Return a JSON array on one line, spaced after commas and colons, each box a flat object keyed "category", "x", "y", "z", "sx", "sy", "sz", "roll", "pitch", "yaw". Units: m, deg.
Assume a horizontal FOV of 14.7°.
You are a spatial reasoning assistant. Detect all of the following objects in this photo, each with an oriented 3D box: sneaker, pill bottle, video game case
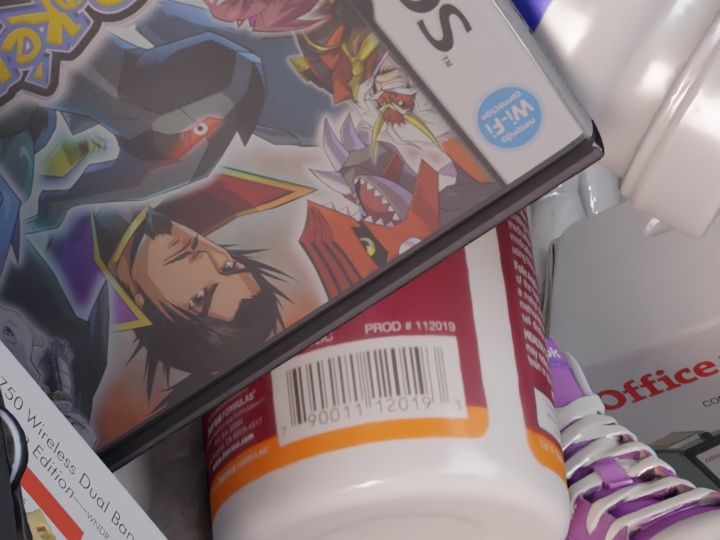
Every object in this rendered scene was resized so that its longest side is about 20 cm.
[{"category": "sneaker", "x": 0.074, "y": 0.074, "z": 0.923, "sx": 0.072, "sy": 0.200, "sz": 0.115, "roll": -15, "pitch": 85, "yaw": -22}, {"category": "pill bottle", "x": 0.038, "y": -0.095, "z": 0.836, "sx": 0.200, "sy": 0.112, "sz": 0.112, "roll": 31, "pitch": 32, "yaw": 7}, {"category": "video game case", "x": -0.064, "y": -0.050, "z": 0.764, "sx": 0.181, "sy": 0.200, "sz": 0.026, "roll": 53, "pitch": 12, "yaw": -21}, {"category": "pill bottle", "x": 0.000, "y": 0.000, "z": 0.906, "sx": 0.114, "sy": 0.114, "sz": 0.201, "roll": 26, "pitch": 49, "yaw": -47}]

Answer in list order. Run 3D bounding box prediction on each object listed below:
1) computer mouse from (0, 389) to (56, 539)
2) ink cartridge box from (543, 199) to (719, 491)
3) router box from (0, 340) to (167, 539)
[{"category": "computer mouse", "x": -0.094, "y": 0.036, "z": 0.670, "sx": 0.200, "sy": 0.046, "sz": 0.140, "roll": 53, "pitch": -2, "yaw": 15}, {"category": "ink cartridge box", "x": 0.186, "y": 0.049, "z": 1.131, "sx": 0.200, "sy": 0.145, "sz": 0.084, "roll": 43, "pitch": 39, "yaw": -33}, {"category": "router box", "x": -0.120, "y": 0.101, "z": 0.713, "sx": 0.200, "sy": 0.049, "sz": 0.180, "roll": 53, "pitch": 33, "yaw": -21}]
